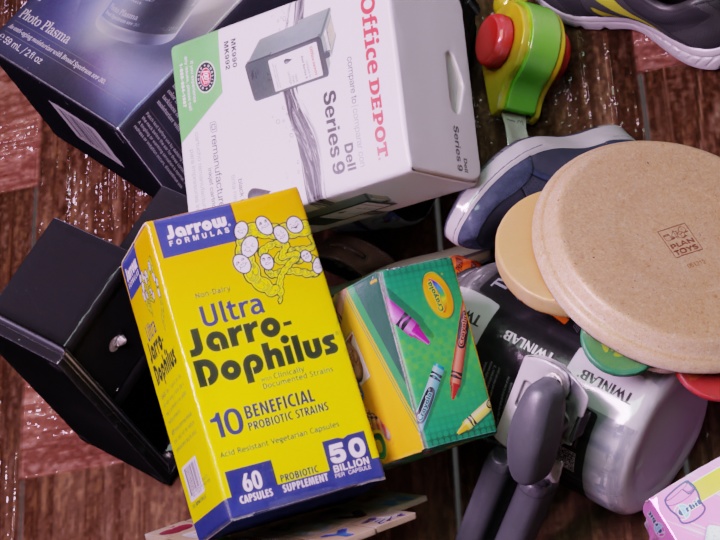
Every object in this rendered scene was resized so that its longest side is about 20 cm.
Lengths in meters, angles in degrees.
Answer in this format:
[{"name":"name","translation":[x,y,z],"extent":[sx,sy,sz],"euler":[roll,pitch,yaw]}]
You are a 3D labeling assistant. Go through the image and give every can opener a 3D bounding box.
[{"name":"can opener","translation":[0.094,0.143,1.381],"extent":[0.053,0.201,0.067],"euler":[35,35,24]}]

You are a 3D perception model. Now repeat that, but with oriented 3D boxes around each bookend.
[{"name":"bookend","translation":[-0.155,0.017,1.528],"extent":[0.092,0.199,0.200],"euler":[23,70,30]}]

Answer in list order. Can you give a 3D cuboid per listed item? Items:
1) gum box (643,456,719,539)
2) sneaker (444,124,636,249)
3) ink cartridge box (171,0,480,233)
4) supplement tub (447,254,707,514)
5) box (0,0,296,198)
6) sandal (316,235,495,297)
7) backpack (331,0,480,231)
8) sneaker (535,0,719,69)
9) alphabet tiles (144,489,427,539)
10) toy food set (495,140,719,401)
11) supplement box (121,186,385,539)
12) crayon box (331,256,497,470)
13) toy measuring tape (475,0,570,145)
[{"name":"gum box","translation":[0.291,0.158,1.368],"extent":[0.200,0.066,0.114],"euler":[-31,68,0]},{"name":"sneaker","translation":[0.168,-0.029,1.478],"extent":[0.202,0.077,0.146],"euler":[-20,51,-39]},{"name":"ink cartridge box","translation":[-0.026,-0.110,1.470],"extent":[0.199,0.084,0.147],"euler":[-16,76,36]},{"name":"supplement tub","translation":[0.128,0.072,1.450],"extent":[0.200,0.123,0.123],"euler":[27,73,28]},{"name":"box","translation":[-0.153,-0.180,1.667],"extent":[0.198,0.123,0.200],"euler":[-48,47,-13]},{"name":"sandal","translation":[0.001,0.000,1.546],"extent":[0.200,0.080,0.058],"euler":[-14,80,-9]},{"name":"backpack","translation":[0.010,-0.125,1.593],"extent":[0.153,0.163,0.201],"euler":[-12,65,21]},{"name":"sneaker","translation":[0.207,-0.225,1.614],"extent":[0.199,0.085,0.075],"euler":[23,70,28]},{"name":"alphabet tiles","translation":[-0.057,0.173,1.425],"extent":[0.166,0.006,0.200],"euler":[-17,7,-32]},{"name":"toy food set","translation":[0.204,-0.004,1.396],"extent":[0.200,0.049,0.198],"euler":[-32,64,-32]},{"name":"supplement box","translation":[-0.073,0.063,1.389],"extent":[0.108,0.110,0.201],"euler":[-14,79,-18]},{"name":"crayon box","translation":[0.011,0.074,1.429],"extent":[0.058,0.200,0.119],"euler":[-11,82,-26]},{"name":"toy measuring tape","translation":[0.129,-0.139,1.596],"extent":[0.073,0.074,0.201],"euler":[-14,56,10]}]
